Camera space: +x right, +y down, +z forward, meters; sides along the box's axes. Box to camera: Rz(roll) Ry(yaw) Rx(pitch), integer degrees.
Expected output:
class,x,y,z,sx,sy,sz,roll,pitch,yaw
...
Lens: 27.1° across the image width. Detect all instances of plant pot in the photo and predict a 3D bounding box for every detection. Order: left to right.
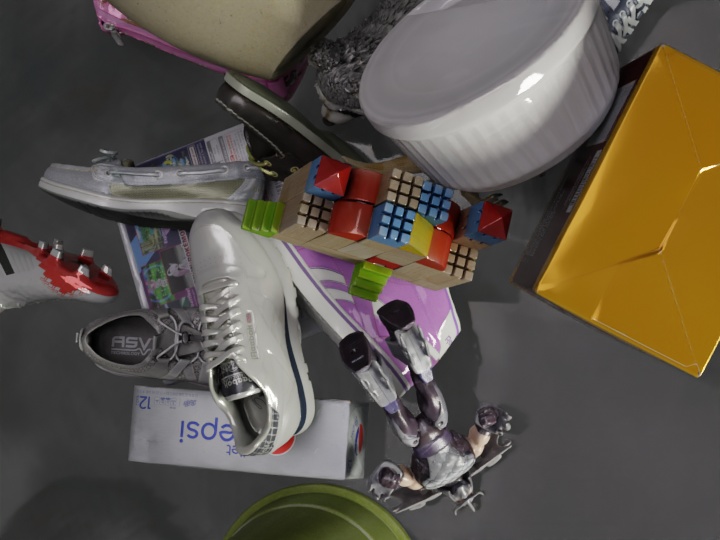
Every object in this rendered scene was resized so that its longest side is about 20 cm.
class,x,y,z,sx,sy,sz,roll,pitch,yaw
plant pot,-0.062,0.277,1.200,0.199,0.190,0.201,-1,85,15

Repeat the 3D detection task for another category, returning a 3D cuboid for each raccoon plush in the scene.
class,x,y,z,sx,sy,sz,roll,pitch,yaw
raccoon plush,0.022,-0.210,1.253,0.096,0.134,0.201,17,89,17

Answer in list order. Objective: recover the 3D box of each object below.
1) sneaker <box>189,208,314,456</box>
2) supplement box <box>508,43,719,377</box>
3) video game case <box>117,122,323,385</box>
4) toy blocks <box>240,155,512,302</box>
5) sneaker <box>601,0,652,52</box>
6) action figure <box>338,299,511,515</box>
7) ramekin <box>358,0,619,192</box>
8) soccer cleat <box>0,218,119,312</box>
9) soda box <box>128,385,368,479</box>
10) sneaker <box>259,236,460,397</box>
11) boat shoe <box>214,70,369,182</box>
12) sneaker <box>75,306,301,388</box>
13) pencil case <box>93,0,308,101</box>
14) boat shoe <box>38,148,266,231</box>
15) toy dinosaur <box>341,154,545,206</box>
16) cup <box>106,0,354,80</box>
class,x,y,z,sx,sy,sz,roll,pitch,yaw
sneaker,-0.096,0.048,1.199,0.076,0.080,0.201,-18,93,31
supplement box,0.222,-0.044,1.134,0.132,0.200,0.198,27,92,0
video game case,-0.119,-0.020,1.333,0.181,0.023,0.201,-20,81,13
toy blocks,0.023,-0.037,1.159,0.199,0.137,0.100,18,77,-16
sneaker,0.222,-0.222,1.234,0.108,0.070,0.201,9,84,18
action figure,0.050,0.126,1.212,0.130,0.069,0.201,-35,118,-11
ramekin,0.106,-0.147,1.143,0.202,0.203,0.094,-31,121,10
soccer cleat,-0.308,0.008,1.363,0.199,0.069,0.086,19,99,20
soda box,-0.096,0.139,1.288,0.199,0.063,0.069,2,84,15
sneaker,0.000,0.000,1.262,0.114,0.073,0.201,-44,96,-8
boat shoe,-0.056,-0.097,1.236,0.061,0.201,0.072,-49,49,8
sneaker,-0.149,0.067,1.279,0.199,0.082,0.075,-5,84,15
pencil case,-0.138,-0.217,1.327,0.199,0.083,0.087,23,97,16
boat shoe,-0.181,-0.074,1.308,0.201,0.074,0.065,7,81,12
toy dinosaur,0.088,-0.097,1.260,0.199,0.058,0.101,-28,77,-13
cup,-0.086,-0.239,1.200,0.143,0.200,0.200,45,97,0
